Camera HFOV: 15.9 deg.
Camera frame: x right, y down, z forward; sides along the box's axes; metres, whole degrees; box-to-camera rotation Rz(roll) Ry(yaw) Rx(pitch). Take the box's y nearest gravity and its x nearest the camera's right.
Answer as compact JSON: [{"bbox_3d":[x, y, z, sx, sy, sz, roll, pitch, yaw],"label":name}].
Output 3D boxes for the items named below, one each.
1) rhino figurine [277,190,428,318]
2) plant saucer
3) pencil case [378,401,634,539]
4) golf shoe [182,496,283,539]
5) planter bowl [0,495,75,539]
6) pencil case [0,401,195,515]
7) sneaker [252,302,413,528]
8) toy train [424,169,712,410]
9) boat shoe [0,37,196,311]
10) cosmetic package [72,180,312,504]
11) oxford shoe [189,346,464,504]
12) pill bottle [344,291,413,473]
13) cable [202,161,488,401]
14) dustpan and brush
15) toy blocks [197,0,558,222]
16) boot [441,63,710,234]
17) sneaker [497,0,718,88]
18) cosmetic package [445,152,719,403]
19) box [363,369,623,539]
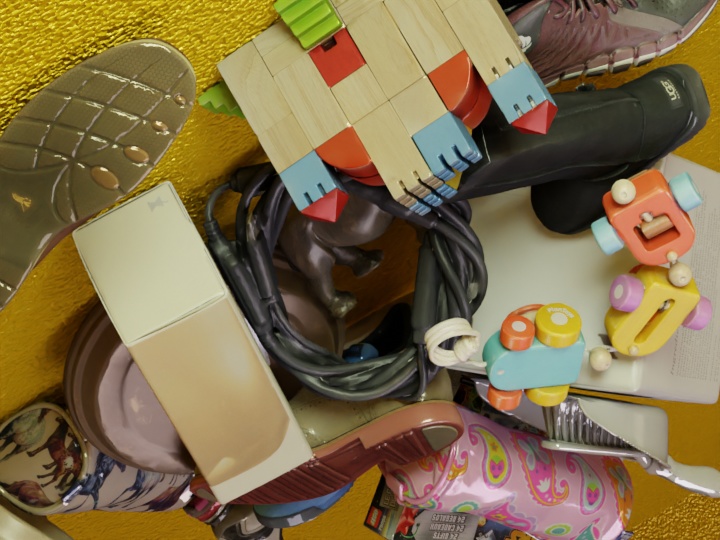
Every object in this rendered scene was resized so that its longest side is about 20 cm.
[{"bbox_3d":[0.025,-0.058,1.668,0.200,0.087,0.060,-39,-158,24],"label":"rhino figurine"},{"bbox_3d":[-0.101,0.066,1.742,0.199,0.030,0.201,-13,131,-15],"label":"plant saucer"},{"bbox_3d":[0.107,0.149,1.847,0.200,0.088,0.087,20,132,-40],"label":"pencil case"},{"bbox_3d":[-0.071,0.162,2.036,0.073,0.092,0.200,-42,-171,32],"label":"golf shoe"},{"bbox_3d":[-0.276,0.227,1.840,0.135,0.200,0.200,-57,163,-2],"label":"planter bowl"},{"bbox_3d":[-0.184,0.137,1.884,0.089,0.078,0.200,-20,168,22],"label":"pencil case"},{"bbox_3d":[-0.017,0.101,1.873,0.200,0.066,0.079,-45,131,-30],"label":"sneaker"},{"bbox_3d":[0.139,0.006,1.636,0.200,0.056,0.150,-32,134,16],"label":"toy train"},{"bbox_3d":[-0.166,-0.056,1.389,0.200,0.072,0.068,-44,-166,16],"label":"boat shoe"},{"bbox_3d":[-0.103,0.048,1.614,0.071,0.105,0.200,-28,142,-3],"label":"cosmetic package"},{"bbox_3d":[-0.026,0.106,1.750,0.199,0.075,0.070,-18,154,16],"label":"oxford shoe"},{"bbox_3d":[0.061,0.124,2.011,0.112,0.201,0.112,-29,-174,3],"label":"pill bottle"},{"bbox_3d":[0.000,0.000,1.646,0.163,0.200,0.051,-25,-151,5],"label":"cable"},{"bbox_3d":[0.187,0.120,1.795,0.199,0.058,0.139,10,178,-29],"label":"dustpan and brush"},{"bbox_3d":[0.019,-0.096,1.442,0.200,0.137,0.100,-33,164,11],"label":"toy blocks"},{"bbox_3d":[0.098,-0.062,1.588,0.199,0.066,0.165,-17,158,-41],"label":"boot"},{"bbox_3d":[0.135,-0.165,1.554,0.199,0.076,0.116,-27,160,-7],"label":"sneaker"},{"bbox_3d":[0.156,0.000,1.804,0.164,0.166,0.200,7,177,23],"label":"cosmetic package"},{"bbox_3d":[0.107,0.151,1.926,0.199,0.040,0.138,19,92,-40],"label":"box"}]
